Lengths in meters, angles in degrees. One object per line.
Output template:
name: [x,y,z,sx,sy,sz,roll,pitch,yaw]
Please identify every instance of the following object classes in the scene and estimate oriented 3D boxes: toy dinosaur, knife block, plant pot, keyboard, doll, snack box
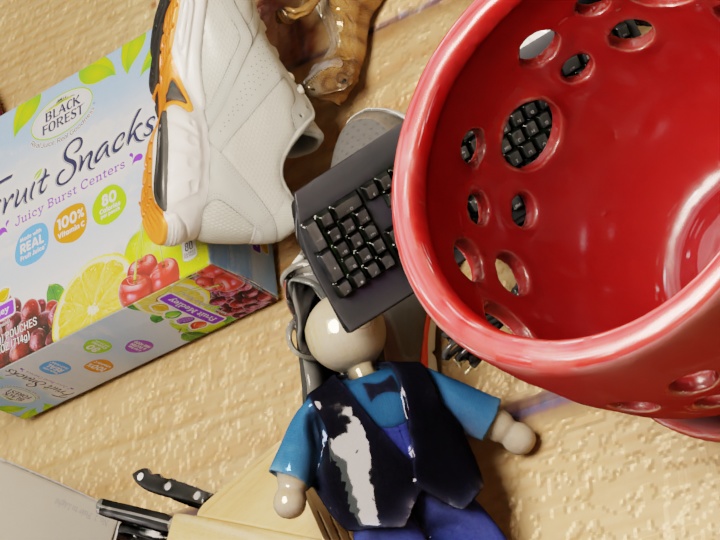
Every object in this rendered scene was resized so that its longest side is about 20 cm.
toy dinosaur: [0.001,-0.188,1.315,0.106,0.060,0.200,21,86,9]
knife block: [-0.065,0.179,1.198,0.176,0.064,0.200,-42,50,20]
plant pot: [0.144,-0.027,1.025,0.200,0.182,0.201,-18,61,35]
keyboard: [0.070,-0.030,1.127,0.200,0.127,0.021,-33,22,-13]
doll: [0.026,0.101,1.124,0.200,0.136,0.048,64,159,18]
snack box: [-0.149,-0.029,1.354,0.200,0.068,0.169,-24,57,29]

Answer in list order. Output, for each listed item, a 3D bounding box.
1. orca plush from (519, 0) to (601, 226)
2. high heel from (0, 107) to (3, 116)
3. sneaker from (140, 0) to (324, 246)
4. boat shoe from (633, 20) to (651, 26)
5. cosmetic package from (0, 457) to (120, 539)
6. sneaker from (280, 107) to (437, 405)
orca plush: [0.108,-0.101,1.190,0.105,0.071,0.200,114,177,-71]
high heel: [-0.270,-0.042,1.443,0.067,0.096,0.200,-18,61,34]
sneaker: [-0.065,-0.099,1.268,0.076,0.092,0.200,129,147,-63]
boat shoe: [0.202,-0.181,1.121,0.200,0.074,0.060,-38,46,12]
cosmetic package: [-0.239,0.153,1.315,0.200,0.104,0.073,-7,62,44]
sneaker: [0.000,0.000,1.205,0.077,0.082,0.200,-18,61,34]
